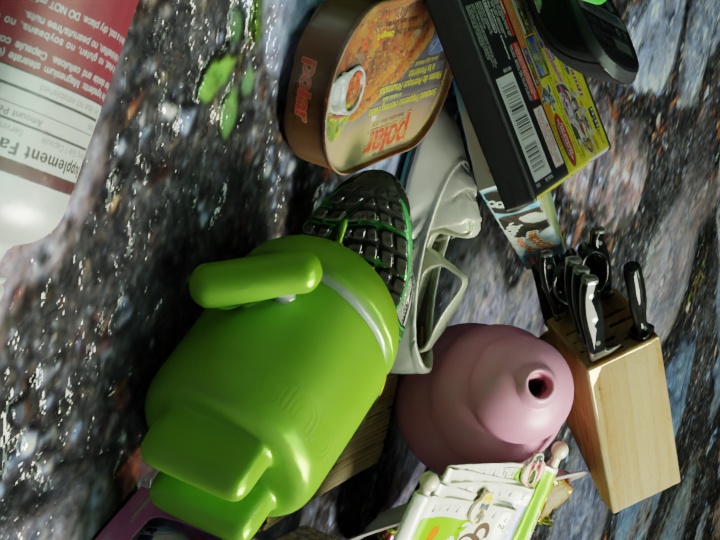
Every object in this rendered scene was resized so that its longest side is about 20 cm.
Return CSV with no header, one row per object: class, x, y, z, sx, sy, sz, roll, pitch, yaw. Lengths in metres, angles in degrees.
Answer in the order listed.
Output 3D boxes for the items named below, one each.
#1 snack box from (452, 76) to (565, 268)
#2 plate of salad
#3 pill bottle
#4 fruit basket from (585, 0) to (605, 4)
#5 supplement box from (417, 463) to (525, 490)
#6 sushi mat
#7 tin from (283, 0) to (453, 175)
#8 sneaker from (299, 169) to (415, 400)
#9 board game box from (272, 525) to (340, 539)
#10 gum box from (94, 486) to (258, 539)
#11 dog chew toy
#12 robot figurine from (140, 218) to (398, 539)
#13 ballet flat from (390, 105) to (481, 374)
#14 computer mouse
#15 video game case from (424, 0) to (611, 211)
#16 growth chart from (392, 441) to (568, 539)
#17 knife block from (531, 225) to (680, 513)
snack box,0.110,-0.085,1.363,0.200,0.037,0.117,48,29,-68
plate of salad,0.087,0.196,1.457,0.200,0.198,0.049,7,65,-68
pill bottle,-0.155,-0.083,0.728,0.113,0.112,0.202,20,90,-68
fruit basket,0.087,-0.284,1.132,0.156,0.216,0.215,-50,170,29
supplement box,0.073,0.226,1.595,0.201,0.066,0.069,-58,152,-31
sushi mat,-0.021,0.122,1.353,0.200,0.012,0.097,-21,125,-64
tin,0.009,-0.127,1.191,0.200,0.041,0.113,-26,127,-62
sneaker,0.000,0.000,1.237,0.201,0.077,0.086,100,12,-51
board game box,-0.057,0.304,1.301,0.159,0.096,0.202,-9,116,-66
gum box,-0.098,0.232,1.122,0.066,0.113,0.202,-49,150,-42
dog chew toy,0.102,0.097,1.406,0.126,0.124,0.200,-65,-169,-15
robot figurine,-0.050,0.063,1.094,0.201,0.115,0.176,-55,155,-35
ballet flat,0.054,-0.017,1.351,0.069,0.069,0.202,-5,112,-66
computer mouse,0.148,-0.202,1.294,0.046,0.202,0.140,-33,157,27
video game case,0.101,-0.155,1.248,0.181,0.025,0.202,-32,101,-62
growth chart,0.072,0.195,1.308,0.199,0.018,0.146,-1,113,-54
knife block,0.191,0.073,1.382,0.063,0.202,0.176,-23,173,-9
